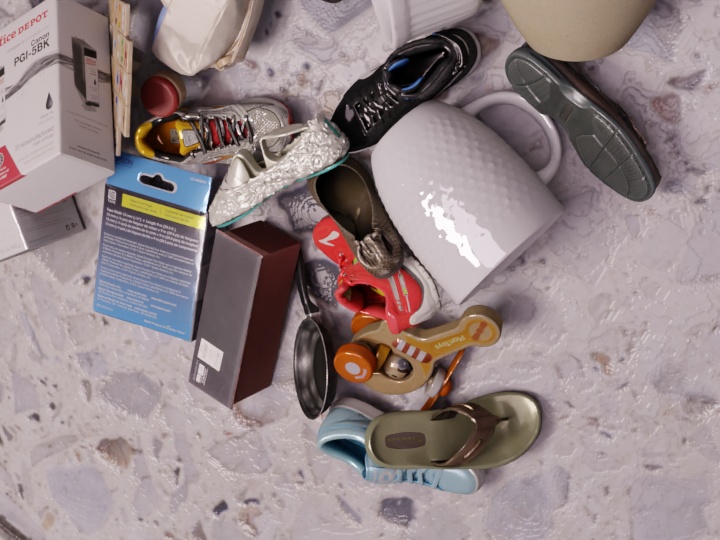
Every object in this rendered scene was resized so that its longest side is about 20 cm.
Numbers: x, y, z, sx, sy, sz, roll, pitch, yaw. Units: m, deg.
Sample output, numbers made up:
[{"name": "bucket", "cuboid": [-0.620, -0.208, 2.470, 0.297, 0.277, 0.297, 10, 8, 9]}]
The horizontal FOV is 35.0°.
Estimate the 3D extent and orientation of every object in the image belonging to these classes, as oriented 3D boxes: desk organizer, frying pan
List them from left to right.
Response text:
[{"name": "desk organizer", "cuboid": [-0.135, 0.050, 1.330, 0.071, 0.077, 0.203, 27, 118, 27]}, {"name": "frying pan", "cuboid": [-0.060, 0.080, 1.329, 0.115, 0.030, 0.193, 121, 142, -52]}]

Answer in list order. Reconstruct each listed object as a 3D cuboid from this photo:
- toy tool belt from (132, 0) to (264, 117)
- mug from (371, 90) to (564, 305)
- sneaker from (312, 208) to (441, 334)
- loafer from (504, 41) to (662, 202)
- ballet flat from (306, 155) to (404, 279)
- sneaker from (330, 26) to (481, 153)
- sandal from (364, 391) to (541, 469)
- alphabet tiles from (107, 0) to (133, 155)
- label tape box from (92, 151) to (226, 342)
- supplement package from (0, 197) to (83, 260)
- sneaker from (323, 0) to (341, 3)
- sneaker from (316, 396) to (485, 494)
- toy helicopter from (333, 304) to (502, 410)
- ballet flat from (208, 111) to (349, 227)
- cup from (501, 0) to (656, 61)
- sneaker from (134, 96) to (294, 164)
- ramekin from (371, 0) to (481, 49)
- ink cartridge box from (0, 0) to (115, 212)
[{"name": "toy tool belt", "cuboid": [-0.173, -0.273, 1.264, 0.124, 0.123, 0.201, 31, 124, 0]}, {"name": "mug", "cuboid": [0.118, -0.096, 1.172, 0.199, 0.148, 0.176, -40, 83, -4]}, {"name": "sneaker", "cuboid": [0.000, 0.000, 1.227, 0.199, 0.084, 0.078, 37, 149, 43]}, {"name": "loafer", "cuboid": [0.234, -0.160, 1.143, 0.200, 0.063, 0.072, 46, 151, 3]}, {"name": "ballet flat", "cuboid": [-0.012, -0.070, 1.217, 0.067, 0.046, 0.201, -36, 48, 8]}, {"name": "sneaker", "cuboid": [0.027, -0.188, 1.191, 0.199, 0.112, 0.074, -34, 88, 25]}, {"name": "sandal", "cuboid": [0.104, 0.180, 1.240, 0.197, 0.057, 0.081, -9, 79, -7]}, {"name": "alphabet tiles", "cuboid": [-0.272, -0.218, 1.279, 0.007, 0.200, 0.170, 0, 107, -19]}, {"name": "label tape box", "cuboid": [-0.236, -0.034, 1.361, 0.141, 0.066, 0.203, 16, 106, 18]}, {"name": "supplement package", "cuboid": [-0.449, -0.116, 1.395, 0.120, 0.120, 0.203, -17, 96, 25]}, {"name": "sneaker", "cuboid": [-0.067, -0.387, 1.206, 0.199, 0.076, 0.116, 41, 82, -14]}, {"name": "sneaker", "cuboid": [0.040, 0.219, 1.290, 0.197, 0.082, 0.075, 19, 132, 16]}, {"name": "toy helicopter", "cuboid": [0.077, 0.092, 1.255, 0.198, 0.079, 0.133, -24, 116, 36]}, {"name": "ballet flat", "cuboid": [-0.100, -0.116, 1.252, 0.198, 0.072, 0.073, -25, 93, 27]}, {"name": "cup", "cuboid": [0.205, -0.284, 1.069, 0.197, 0.201, 0.145, 10, 132, 19]}, {"name": "sneaker", "cuboid": [-0.166, -0.149, 1.294, 0.197, 0.082, 0.079, -5, 101, 22]}, {"name": "ramekin", "cuboid": [0.050, -0.326, 1.102, 0.096, 0.201, 0.204, -15, 98, -1]}, {"name": "ink cartridge box", "cuboid": [-0.361, -0.190, 1.308, 0.145, 0.082, 0.203, -20, 67, 33]}]
